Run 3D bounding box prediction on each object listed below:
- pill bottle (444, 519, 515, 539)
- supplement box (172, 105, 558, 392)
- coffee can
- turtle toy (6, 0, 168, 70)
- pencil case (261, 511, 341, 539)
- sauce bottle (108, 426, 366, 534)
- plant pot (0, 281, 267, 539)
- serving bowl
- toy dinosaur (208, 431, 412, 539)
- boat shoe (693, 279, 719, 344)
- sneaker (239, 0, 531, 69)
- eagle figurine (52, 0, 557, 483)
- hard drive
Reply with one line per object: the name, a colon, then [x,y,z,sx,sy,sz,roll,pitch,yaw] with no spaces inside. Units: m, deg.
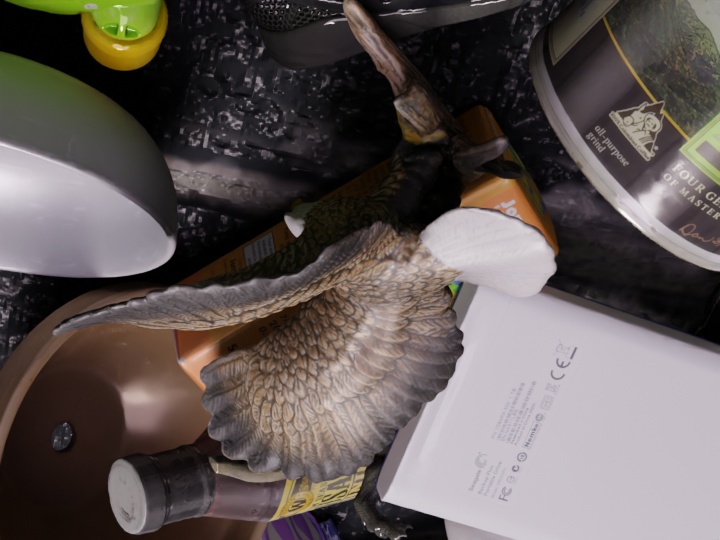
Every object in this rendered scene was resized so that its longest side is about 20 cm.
pill bottle: [0.110,0.171,0.964,0.107,0.109,0.201,-9,131,8]
supplement box: [0.000,0.000,0.821,0.199,0.069,0.067,-31,126,11]
coffee can: [0.191,-0.117,0.681,0.146,0.147,0.200,29,127,-24]
turtle toy: [-0.150,-0.170,0.662,0.198,0.102,0.146,10,157,-10]
pencil case: [-0.112,0.211,1.022,0.199,0.084,0.086,-27,92,20]
sauce bottle: [-0.044,0.106,0.876,0.198,0.066,0.066,-11,141,-36]
plant pot: [-0.145,0.102,0.887,0.092,0.202,0.201,13,148,47]
serving bowl: [-0.181,-0.059,0.757,0.198,0.067,0.200,8,163,2]
toy dinosaur: [0.013,0.095,0.855,0.047,0.199,0.089,-26,92,57]
boat shoe: [0.209,0.073,0.891,0.074,0.066,0.201,34,143,23]
sneaker: [0.025,-0.166,0.684,0.197,0.077,0.115,-15,137,20]
eagle figurine: [-0.018,0.005,0.723,0.152,0.151,0.200,42,87,2]
hard drive: [0.123,0.086,0.825,0.198,0.025,0.133,18,106,-17]
